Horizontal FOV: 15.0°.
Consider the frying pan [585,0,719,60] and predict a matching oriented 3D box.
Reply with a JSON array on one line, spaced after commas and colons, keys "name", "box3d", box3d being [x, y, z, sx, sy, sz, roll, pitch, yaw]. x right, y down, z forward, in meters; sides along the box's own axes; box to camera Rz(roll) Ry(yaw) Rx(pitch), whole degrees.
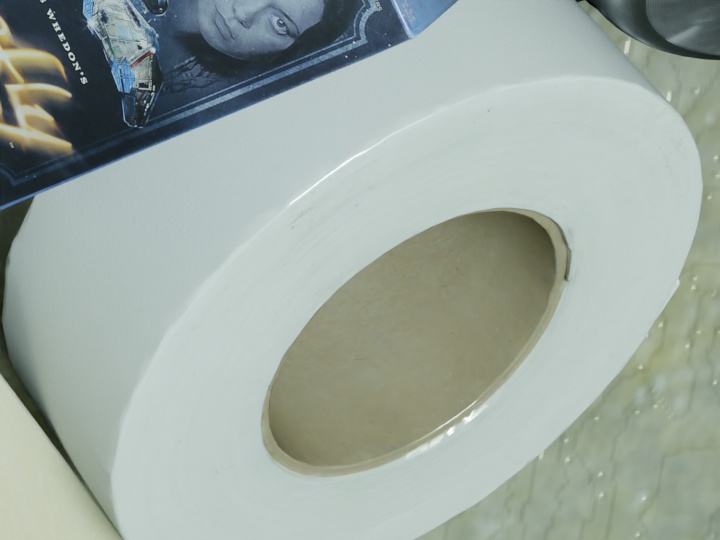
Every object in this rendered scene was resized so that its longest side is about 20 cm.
[{"name": "frying pan", "box3d": [0.094, -0.104, 0.740, 0.190, 0.115, 0.031, 29, 45, -51]}]

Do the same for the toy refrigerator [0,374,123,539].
[{"name": "toy refrigerator", "box3d": [-0.147, 0.040, 0.769, 0.076, 0.070, 0.200, -44, 125, -17]}]

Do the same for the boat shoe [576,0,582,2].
[{"name": "boat shoe", "box3d": [0.043, -0.105, 0.842, 0.199, 0.066, 0.075, -12, 111, -29]}]

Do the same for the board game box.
[{"name": "board game box", "box3d": [-0.078, -0.128, 0.666, 0.200, 0.135, 0.035, 63, 32, -11]}]

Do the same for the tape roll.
[{"name": "tape roll", "box3d": [0.000, 0.000, 0.794, 0.202, 0.071, 0.203, -26, 145, -20]}]
